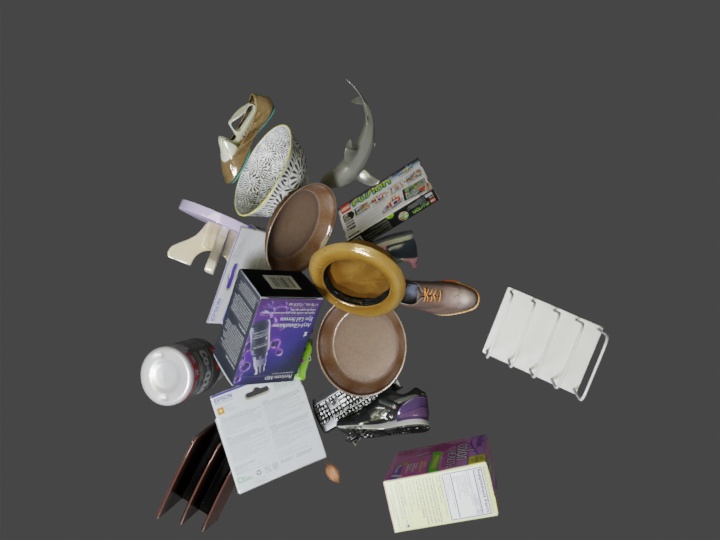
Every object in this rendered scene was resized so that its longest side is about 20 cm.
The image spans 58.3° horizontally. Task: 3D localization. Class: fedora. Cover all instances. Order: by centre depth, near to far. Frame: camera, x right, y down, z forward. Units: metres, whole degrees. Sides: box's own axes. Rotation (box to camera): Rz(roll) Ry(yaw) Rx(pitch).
[{"bbox_3d":[0.000,0.000,1.247,0.195,0.083,0.204,12,136,12],"label":"fedora"}]

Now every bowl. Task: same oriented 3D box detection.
[{"bbox_3d":[-0.166,-0.184,1.320,0.093,0.201,0.203,28,100,-32],"label":"bowl"}]

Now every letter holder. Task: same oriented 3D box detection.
[{"bbox_3d":[-0.328,0.442,1.363,0.099,0.142,0.204,28,97,10],"label":"letter holder"}]

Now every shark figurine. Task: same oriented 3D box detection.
[{"bbox_3d":[-0.011,-0.257,1.295,0.126,0.089,0.220,24,101,26],"label":"shark figurine"}]

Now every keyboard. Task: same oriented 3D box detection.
[{"bbox_3d":[0.000,0.284,1.351,0.198,0.021,0.129,-33,84,12],"label":"keyboard"}]

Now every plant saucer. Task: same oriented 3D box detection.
[{"bbox_3d":[-0.125,-0.086,1.288,0.036,0.199,0.204,29,97,29],"label":"plant saucer"},{"bbox_3d":[0.005,0.152,1.319,0.195,0.037,0.207,-2,86,22],"label":"plant saucer"}]

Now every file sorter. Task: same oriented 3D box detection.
[{"bbox_3d":[0.346,0.137,1.219,0.196,0.124,0.142,23,95,11],"label":"file sorter"}]

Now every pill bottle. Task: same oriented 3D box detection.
[{"bbox_3d":[-0.355,0.202,1.334,0.111,0.200,0.117,0,91,11],"label":"pill bottle"}]

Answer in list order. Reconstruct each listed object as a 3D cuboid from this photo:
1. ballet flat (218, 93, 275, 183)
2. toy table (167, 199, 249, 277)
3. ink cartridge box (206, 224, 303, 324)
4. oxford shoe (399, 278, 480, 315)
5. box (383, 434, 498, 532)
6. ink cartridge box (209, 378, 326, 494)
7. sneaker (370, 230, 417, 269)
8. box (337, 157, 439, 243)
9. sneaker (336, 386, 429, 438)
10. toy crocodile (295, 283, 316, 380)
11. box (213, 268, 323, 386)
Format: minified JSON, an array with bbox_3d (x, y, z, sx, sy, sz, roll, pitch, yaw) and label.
[{"bbox_3d":[-0.255,-0.284,1.361,0.068,0.072,0.202,40,101,44],"label":"ballet flat"},{"bbox_3d":[-0.296,-0.051,1.337,0.196,0.184,0.120,21,84,0],"label":"toy table"},{"bbox_3d":[-0.218,0.014,1.303,0.043,0.198,0.203,25,96,32],"label":"ink cartridge box"},{"bbox_3d":[0.140,0.055,1.287,0.194,0.073,0.074,2,92,12],"label":"oxford shoe"},{"bbox_3d":[0.158,0.404,1.239,0.195,0.176,0.099,-14,89,12],"label":"box"},{"bbox_3d":[-0.191,0.325,1.335,0.195,0.041,0.205,-17,79,-17],"label":"ink cartridge box"},{"bbox_3d":[0.023,-0.016,1.315,0.195,0.070,0.084,-16,100,19],"label":"sneaker"},{"bbox_3d":[0.052,-0.133,1.289,0.197,0.035,0.111,-30,42,12],"label":"box"},{"bbox_3d":[0.046,0.285,1.309,0.195,0.076,0.090,-9,62,18],"label":"sneaker"},{"bbox_3d":[-0.125,0.124,1.348,0.067,0.061,0.206,-10,80,53],"label":"toy crocodile"},{"bbox_3d":[-0.181,0.110,1.255,0.104,0.145,0.204,43,121,43],"label":"box"}]
